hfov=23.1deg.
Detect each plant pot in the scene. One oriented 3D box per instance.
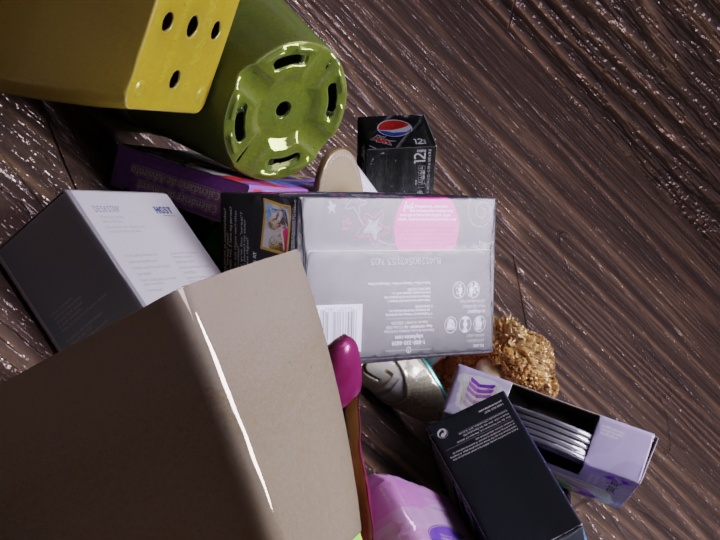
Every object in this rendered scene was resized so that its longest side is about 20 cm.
[{"bbox_3d":[-0.113,-0.168,1.472,0.200,0.200,0.190,31,7,-48],"label":"plant pot"},{"bbox_3d":[-0.110,0.119,1.043,0.178,0.199,0.200,63,18,2],"label":"plant pot"},{"bbox_3d":[-0.200,-0.214,1.332,0.176,0.201,0.200,23,10,18],"label":"plant pot"}]

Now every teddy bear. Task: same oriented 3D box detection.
[{"bbox_3d":[0.113,0.086,1.723,0.200,0.067,0.146,37,-44,53],"label":"teddy bear"}]

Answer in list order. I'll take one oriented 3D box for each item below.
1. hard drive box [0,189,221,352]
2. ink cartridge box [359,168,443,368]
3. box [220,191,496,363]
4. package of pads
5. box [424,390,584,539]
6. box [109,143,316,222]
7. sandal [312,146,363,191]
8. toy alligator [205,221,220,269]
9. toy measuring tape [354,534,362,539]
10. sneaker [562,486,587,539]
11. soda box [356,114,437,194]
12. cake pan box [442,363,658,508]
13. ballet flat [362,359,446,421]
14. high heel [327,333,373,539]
[{"bbox_3d":[-0.146,0.043,1.266,0.200,0.077,0.156,56,18,12],"label":"hard drive box"},{"bbox_3d":[0.012,0.007,1.660,0.050,0.109,0.200,-34,85,-39],"label":"ink cartridge box"},{"bbox_3d":[-0.003,0.004,1.400,0.199,0.115,0.133,-1,95,-37],"label":"box"},{"bbox_3d":[0.059,0.257,1.351,0.120,0.076,0.200,24,33,-53],"label":"package of pads"},{"bbox_3d":[0.128,0.216,1.459,0.200,0.079,0.141,73,-8,-54],"label":"box"},{"bbox_3d":[-0.101,-0.069,1.514,0.136,0.039,0.200,18,8,28],"label":"box"},{"bbox_3d":[0.003,-0.002,1.521,0.069,0.213,0.078,19,33,27],"label":"sandal"},{"bbox_3d":[-0.095,-0.026,1.552,0.054,0.059,0.200,52,18,4],"label":"toy alligator"},{"bbox_3d":[-0.016,0.227,1.236,0.200,0.073,0.073,59,19,23],"label":"toy measuring tape"},{"bbox_3d":[0.182,0.270,1.671,0.200,0.078,0.090,-104,170,-49],"label":"sneaker"},{"bbox_3d":[0.031,-0.050,1.711,0.063,0.070,0.201,-103,-168,-55],"label":"soda box"},{"bbox_3d":[0.165,0.150,1.578,0.183,0.053,0.200,18,-12,6],"label":"cake pan box"},{"bbox_3d":[0.000,0.069,1.624,0.062,0.067,0.200,-34,85,-40],"label":"ballet flat"},{"bbox_3d":[-0.007,0.129,1.269,0.096,0.200,0.067,40,57,20],"label":"high heel"}]
